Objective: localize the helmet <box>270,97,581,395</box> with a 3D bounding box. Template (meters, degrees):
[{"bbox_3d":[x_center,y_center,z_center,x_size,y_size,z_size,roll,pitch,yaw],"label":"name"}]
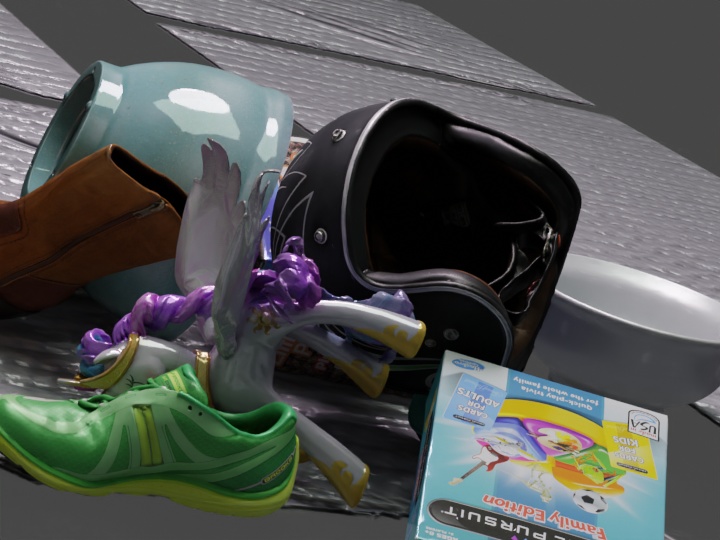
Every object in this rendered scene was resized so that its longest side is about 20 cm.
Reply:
[{"bbox_3d":[0.034,-0.015,1.743,0.191,0.200,0.200,21,14,10],"label":"helmet"}]

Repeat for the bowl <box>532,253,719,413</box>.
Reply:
[{"bbox_3d":[0.207,0.060,2.057,0.201,0.090,0.201,15,13,-4],"label":"bowl"}]

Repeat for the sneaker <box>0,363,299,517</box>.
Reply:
[{"bbox_3d":[-0.129,0.091,1.537,0.200,0.084,0.074,10,15,-25],"label":"sneaker"}]

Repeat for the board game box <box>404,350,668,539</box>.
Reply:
[{"bbox_3d":[0.108,0.140,1.582,0.151,0.047,0.200,16,32,-3],"label":"board game box"}]

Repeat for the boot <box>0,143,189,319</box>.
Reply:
[{"bbox_3d":[-0.227,-0.039,1.699,0.200,0.069,0.188,-19,-48,41],"label":"boot"}]

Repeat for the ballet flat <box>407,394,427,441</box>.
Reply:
[{"bbox_3d":[0.111,0.123,1.749,0.068,0.068,0.200,23,7,-37],"label":"ballet flat"}]

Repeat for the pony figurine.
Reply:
[{"bbox_3d":[-0.068,0.032,1.609,0.200,0.193,0.167,21,2,-14],"label":"pony figurine"}]

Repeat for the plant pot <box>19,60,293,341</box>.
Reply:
[{"bbox_3d":[-0.155,-0.066,1.829,0.134,0.200,0.200,28,9,-19],"label":"plant pot"}]

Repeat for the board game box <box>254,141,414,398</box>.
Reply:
[{"bbox_3d":[0.000,0.000,1.927,0.200,0.097,0.160,12,36,-17],"label":"board game box"}]

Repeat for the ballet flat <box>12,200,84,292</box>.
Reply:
[{"bbox_3d":[-0.247,-0.021,1.888,0.064,0.076,0.200,2,-3,39],"label":"ballet flat"}]

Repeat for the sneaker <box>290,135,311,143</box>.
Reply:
[{"bbox_3d":[-0.011,-0.050,2.081,0.200,0.076,0.115,15,11,-24],"label":"sneaker"}]
